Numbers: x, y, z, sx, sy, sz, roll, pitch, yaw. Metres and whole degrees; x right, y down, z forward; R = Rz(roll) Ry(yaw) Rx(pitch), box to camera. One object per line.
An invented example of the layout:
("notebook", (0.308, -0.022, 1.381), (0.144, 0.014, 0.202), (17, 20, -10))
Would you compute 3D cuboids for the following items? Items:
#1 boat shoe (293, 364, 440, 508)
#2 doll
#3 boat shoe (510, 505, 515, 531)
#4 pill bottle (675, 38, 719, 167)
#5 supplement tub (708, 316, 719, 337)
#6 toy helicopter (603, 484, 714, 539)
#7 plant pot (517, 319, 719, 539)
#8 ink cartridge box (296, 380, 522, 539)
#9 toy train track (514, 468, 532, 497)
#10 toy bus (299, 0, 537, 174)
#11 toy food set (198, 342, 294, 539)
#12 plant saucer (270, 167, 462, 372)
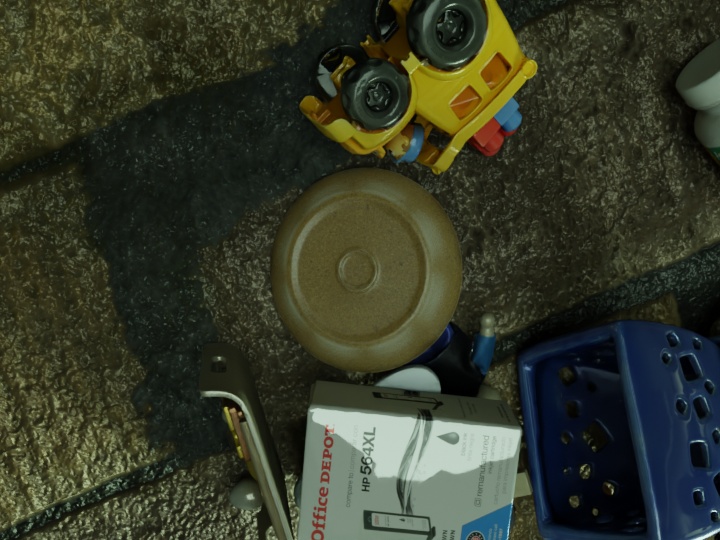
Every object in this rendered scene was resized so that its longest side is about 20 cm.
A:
("boat shoe", (0.003, 0.169, 0.822), (0.069, 0.057, 0.200), (43, 97, -6))
("doll", (0.083, 0.085, 0.830), (0.136, 0.049, 0.201), (-38, 105, 12))
("boat shoe", (0.137, 0.266, 0.868), (0.064, 0.072, 0.204), (12, 92, -26))
("pill bottle", (0.419, -0.142, 0.814), (0.113, 0.113, 0.200), (-45, 104, 1))
("supplement tub", (0.469, 0.064, 0.855), (0.199, 0.123, 0.123), (-41, 104, 0))
("toy helicopter", (0.326, 0.314, 0.862), (0.130, 0.079, 0.203), (10, 55, 5))
("plant pot", (0.287, 0.161, 0.785), (0.176, 0.200, 0.204), (0, 75, -17))
("ink cartridge box", (0.041, 0.195, 0.753), (0.196, 0.084, 0.149), (5, 99, 0))
("toy train track", (0.086, 0.238, 0.835), (0.197, 0.032, 0.117), (-18, 88, 24))
("toy bus", (0.067, -0.164, 0.755), (0.200, 0.136, 0.192), (-44, 120, 3))
("toy food set", (-0.116, 0.182, 0.769), (0.059, 0.144, 0.203), (-18, 103, -5))
("plant saucer", (0.000, 0.000, 0.772), (0.196, 0.035, 0.205), (0, 90, 12))
